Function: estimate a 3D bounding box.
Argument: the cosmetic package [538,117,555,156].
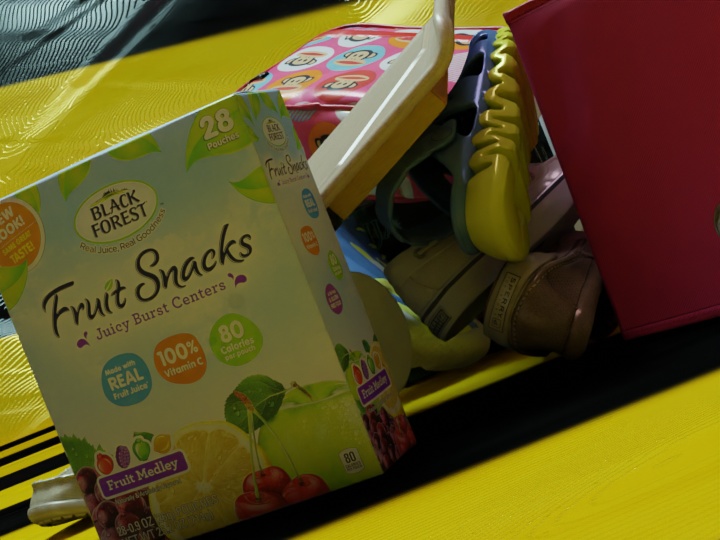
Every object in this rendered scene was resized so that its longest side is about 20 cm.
[{"bbox_3d":[0.235,-0.131,1.118,0.113,0.082,0.200,-20,2,39],"label":"cosmetic package"}]

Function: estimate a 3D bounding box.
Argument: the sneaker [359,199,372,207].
[{"bbox_3d":[-0.016,-0.006,1.098,0.082,0.201,0.070,10,-4,-16],"label":"sneaker"}]

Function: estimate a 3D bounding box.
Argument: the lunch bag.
[{"bbox_3d":[0.027,-0.122,1.019,0.199,0.082,0.176,9,36,39],"label":"lunch bag"}]

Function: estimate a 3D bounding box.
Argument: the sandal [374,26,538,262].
[{"bbox_3d":[0.059,-0.079,0.846,0.087,0.080,0.200,-8,34,18],"label":"sandal"}]

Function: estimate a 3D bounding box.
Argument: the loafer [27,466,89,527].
[{"bbox_3d":[-0.168,0.127,1.035,0.075,0.069,0.200,-21,1,37],"label":"loafer"}]

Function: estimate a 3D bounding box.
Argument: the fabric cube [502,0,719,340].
[{"bbox_3d":[0.236,-0.100,0.809,0.196,0.200,0.200,-19,2,40],"label":"fabric cube"}]

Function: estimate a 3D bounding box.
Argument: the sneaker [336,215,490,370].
[{"bbox_3d":[0.000,0.000,0.991,0.199,0.106,0.076,15,-27,-11],"label":"sneaker"}]

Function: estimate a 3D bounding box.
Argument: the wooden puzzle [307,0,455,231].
[{"bbox_3d":[0.001,-0.072,0.830,0.200,0.037,0.185,-53,8,17],"label":"wooden puzzle"}]

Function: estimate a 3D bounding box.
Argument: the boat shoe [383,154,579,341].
[{"bbox_3d":[0.092,-0.040,0.894,0.200,0.070,0.071,-42,-14,-26],"label":"boat shoe"}]

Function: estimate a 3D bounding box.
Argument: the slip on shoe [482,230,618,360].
[{"bbox_3d":[0.134,0.018,0.872,0.060,0.076,0.200,21,8,20],"label":"slip on shoe"}]

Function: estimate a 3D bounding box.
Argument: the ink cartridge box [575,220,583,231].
[{"bbox_3d":[0.227,-0.041,1.156,0.199,0.084,0.145,-21,1,11],"label":"ink cartridge box"}]

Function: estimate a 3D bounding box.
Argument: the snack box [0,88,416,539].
[{"bbox_3d":[-0.087,0.030,0.739,0.168,0.201,0.068,-22,0,20],"label":"snack box"}]

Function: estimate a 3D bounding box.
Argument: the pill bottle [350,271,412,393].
[{"bbox_3d":[-0.065,0.065,0.903,0.199,0.112,0.111,-21,1,43],"label":"pill bottle"}]

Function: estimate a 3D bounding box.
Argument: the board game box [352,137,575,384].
[{"bbox_3d":[0.060,0.001,1.027,0.199,0.136,0.028,-21,0,19],"label":"board game box"}]
